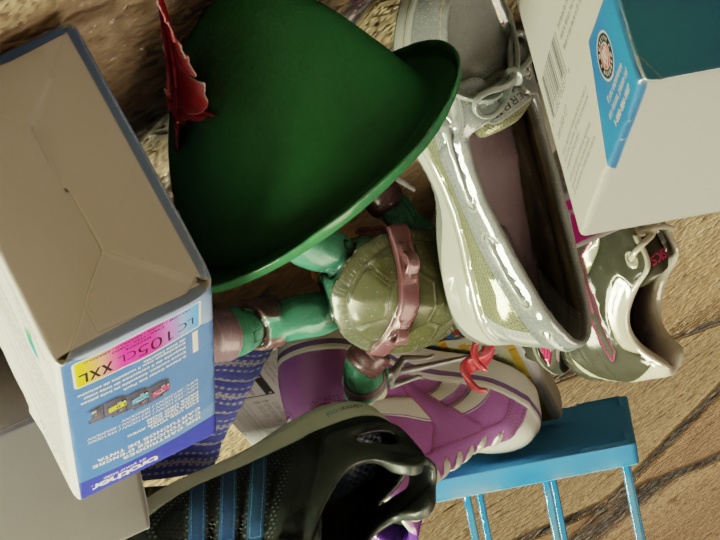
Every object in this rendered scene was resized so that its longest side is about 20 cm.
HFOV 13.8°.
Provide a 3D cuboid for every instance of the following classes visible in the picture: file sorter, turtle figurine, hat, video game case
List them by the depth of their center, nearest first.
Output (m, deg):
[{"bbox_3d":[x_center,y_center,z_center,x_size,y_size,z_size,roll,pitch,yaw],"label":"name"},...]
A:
[{"bbox_3d":[-0.066,-0.107,1.284,0.200,0.176,0.166,-11,-146,53],"label":"hat"},{"bbox_3d":[0.000,0.000,1.483,0.199,0.151,0.100,1,-175,-33],"label":"turtle figurine"},{"bbox_3d":[0.011,0.061,1.688,0.181,0.023,0.200,-10,157,9],"label":"video game case"},{"bbox_3d":[0.072,0.163,1.746,0.199,0.124,0.139,-11,-173,5],"label":"file sorter"}]

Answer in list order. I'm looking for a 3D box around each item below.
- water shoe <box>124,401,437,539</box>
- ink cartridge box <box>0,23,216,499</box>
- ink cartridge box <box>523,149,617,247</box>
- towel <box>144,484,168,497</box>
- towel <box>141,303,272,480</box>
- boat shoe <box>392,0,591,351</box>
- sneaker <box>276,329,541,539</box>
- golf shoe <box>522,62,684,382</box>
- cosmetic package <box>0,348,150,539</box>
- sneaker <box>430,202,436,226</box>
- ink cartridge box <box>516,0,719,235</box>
[{"bbox_3d":[-0.052,0.134,1.455,0.200,0.079,0.072,-36,128,-20],"label":"water shoe"},{"bbox_3d":[-0.122,0.006,1.272,0.076,0.137,0.200,-24,160,-14],"label":"ink cartridge box"},{"bbox_3d":[0.168,-0.099,1.510,0.119,0.042,0.200,-24,-154,41],"label":"ink cartridge box"},{"bbox_3d":[-0.134,0.158,1.610,0.143,0.023,0.200,1,-163,17],"label":"towel"},{"bbox_3d":[-0.123,0.080,1.591,0.144,0.024,0.200,-13,157,-23],"label":"towel"},{"bbox_3d":[0.067,-0.056,1.425,0.074,0.064,0.203,-30,119,-42],"label":"boat shoe"},{"bbox_3d":[0.030,0.103,1.616,0.072,0.115,0.200,-26,152,37],"label":"sneaker"},{"bbox_3d":[0.132,-0.036,1.587,0.077,0.088,0.201,-29,120,-41],"label":"golf shoe"},{"bbox_3d":[-0.210,0.112,1.395,0.199,0.091,0.107,-20,-160,-34],"label":"cosmetic package"},{"bbox_3d":[0.081,-0.015,1.682,0.075,0.085,0.200,-25,159,-32],"label":"sneaker"},{"bbox_3d":[0.145,-0.144,1.235,0.144,0.201,0.147,-10,158,-10],"label":"ink cartridge box"}]
